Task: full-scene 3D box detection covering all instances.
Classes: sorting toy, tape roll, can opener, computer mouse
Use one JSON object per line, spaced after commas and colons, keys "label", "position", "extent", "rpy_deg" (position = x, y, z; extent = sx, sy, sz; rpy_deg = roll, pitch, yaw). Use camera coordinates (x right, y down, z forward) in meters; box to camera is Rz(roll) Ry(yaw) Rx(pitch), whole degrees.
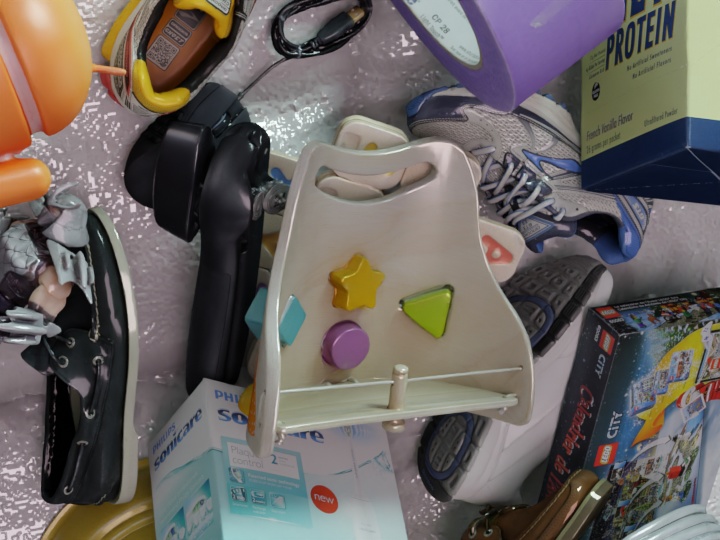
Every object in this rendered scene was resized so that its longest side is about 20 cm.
{"label": "sorting toy", "position": [0.008, 0.008, 1.085], "extent": [0.199, 0.107, 0.182], "rpy_deg": [-3, 105, -33]}
{"label": "tape roll", "position": [0.063, -0.199, 1.038], "extent": [0.085, 0.200, 0.201], "rpy_deg": [-36, 115, -5]}
{"label": "can opener", "position": [-0.086, -0.004, 1.109], "extent": [0.063, 0.078, 0.201], "rpy_deg": [-39, 141, -46]}
{"label": "computer mouse", "position": [-0.069, -0.111, 1.111], "extent": [0.200, 0.034, 0.059], "rpy_deg": [-43, 114, -3]}

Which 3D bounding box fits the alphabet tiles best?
{"label": "alphabet tiles", "position": [0.000, 0.000, 1.145], "extent": [0.194, 0.015, 0.201], "rpy_deg": [18, 114, -12]}

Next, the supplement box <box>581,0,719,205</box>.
{"label": "supplement box", "position": [0.257, -0.152, 1.121], "extent": [0.198, 0.134, 0.202], "rpy_deg": [5, 80, -21]}

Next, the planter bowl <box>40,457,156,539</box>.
{"label": "planter bowl", "position": [-0.121, 0.232, 1.172], "extent": [0.199, 0.083, 0.202], "rpy_deg": [-5, 108, -17]}

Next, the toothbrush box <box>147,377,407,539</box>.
{"label": "toothbrush box", "position": [-0.047, 0.184, 1.107], "extent": [0.146, 0.201, 0.085], "rpy_deg": [17, 132, -30]}

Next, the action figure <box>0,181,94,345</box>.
{"label": "action figure", "position": [-0.226, 0.026, 1.053], "extent": [0.069, 0.130, 0.200], "rpy_deg": [31, 105, -25]}

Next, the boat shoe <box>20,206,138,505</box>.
{"label": "boat shoe", "position": [-0.182, 0.060, 1.103], "extent": [0.066, 0.074, 0.201], "rpy_deg": [-10, 118, -27]}

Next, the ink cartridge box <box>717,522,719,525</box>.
{"label": "ink cartridge box", "position": [0.304, 0.318, 1.348], "extent": [0.146, 0.084, 0.200], "rpy_deg": [-45, 116, -1]}

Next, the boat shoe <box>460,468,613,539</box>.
{"label": "boat shoe", "position": [0.098, 0.197, 1.207], "extent": [0.068, 0.072, 0.201], "rpy_deg": [43, 125, 14]}

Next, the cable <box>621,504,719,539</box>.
{"label": "cable", "position": [0.176, 0.243, 1.209], "extent": [0.199, 0.069, 0.200], "rpy_deg": [-31, 158, -10]}

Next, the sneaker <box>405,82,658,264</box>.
{"label": "sneaker", "position": [0.117, -0.061, 1.153], "extent": [0.199, 0.077, 0.086], "rpy_deg": [20, 69, -23]}

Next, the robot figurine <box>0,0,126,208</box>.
{"label": "robot figurine", "position": [-0.240, -0.111, 1.006], "extent": [0.199, 0.144, 0.117], "rpy_deg": [-24, 141, -11]}

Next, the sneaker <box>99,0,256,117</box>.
{"label": "sneaker", "position": [-0.083, -0.178, 1.058], "extent": [0.077, 0.082, 0.201], "rpy_deg": [26, 95, -24]}

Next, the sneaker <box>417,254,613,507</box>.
{"label": "sneaker", "position": [0.119, 0.079, 1.227], "extent": [0.087, 0.075, 0.201], "rpy_deg": [23, 105, -36]}

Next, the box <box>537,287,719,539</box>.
{"label": "box", "position": [0.202, 0.112, 1.235], "extent": [0.136, 0.038, 0.201], "rpy_deg": [-7, 122, -30]}
